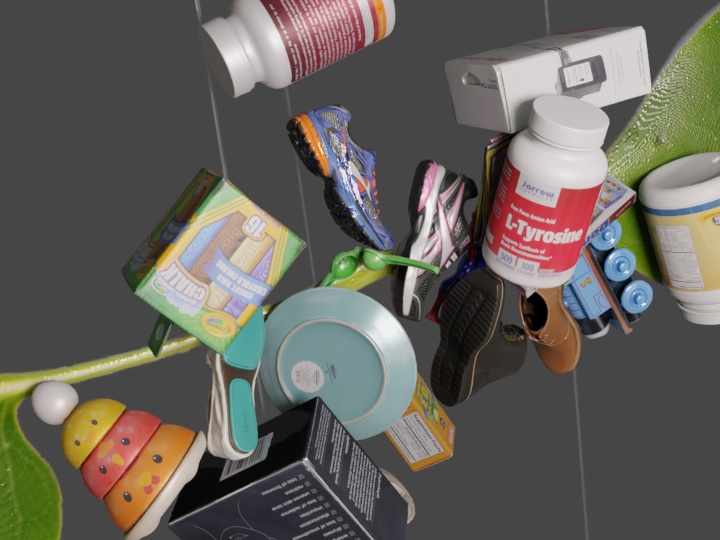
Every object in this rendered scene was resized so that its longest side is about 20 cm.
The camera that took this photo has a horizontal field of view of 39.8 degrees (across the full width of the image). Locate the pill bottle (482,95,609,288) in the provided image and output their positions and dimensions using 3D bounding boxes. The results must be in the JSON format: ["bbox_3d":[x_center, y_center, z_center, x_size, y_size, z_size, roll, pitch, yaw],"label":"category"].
[{"bbox_3d":[0.211,-0.089,1.123,0.112,0.112,0.200,-4,127,-20],"label":"pill bottle"}]

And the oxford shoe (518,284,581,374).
[{"bbox_3d":[0.236,0.072,1.292,0.071,0.071,0.200,-58,138,-37],"label":"oxford shoe"}]

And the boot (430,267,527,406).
[{"bbox_3d":[0.169,0.069,1.256,0.138,0.077,0.200,-16,139,-36],"label":"boot"}]

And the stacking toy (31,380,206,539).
[{"bbox_3d":[-0.289,0.196,1.126,0.200,0.146,0.146,36,87,-7],"label":"stacking toy"}]

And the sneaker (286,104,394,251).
[{"bbox_3d":[-0.006,-0.109,1.182,0.078,0.075,0.200,-35,113,-14],"label":"sneaker"}]

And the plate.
[{"bbox_3d":[-0.032,0.117,1.186,0.200,0.026,0.201,5,109,13],"label":"plate"}]

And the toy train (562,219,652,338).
[{"bbox_3d":[0.303,0.003,1.321,0.114,0.087,0.200,-33,113,-2],"label":"toy train"}]

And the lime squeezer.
[{"bbox_3d":[0.000,0.000,1.195,0.200,0.071,0.038,-18,126,22],"label":"lime squeezer"}]

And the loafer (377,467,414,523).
[{"bbox_3d":[-0.003,0.277,1.269,0.200,0.063,0.072,38,86,-23],"label":"loafer"}]

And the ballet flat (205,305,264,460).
[{"bbox_3d":[-0.155,0.124,1.163,0.069,0.069,0.200,10,64,-22],"label":"ballet flat"}]

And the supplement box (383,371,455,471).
[{"bbox_3d":[0.044,0.155,1.249,0.069,0.067,0.200,-24,114,21],"label":"supplement box"}]

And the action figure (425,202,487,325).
[{"bbox_3d":[0.151,-0.018,1.272,0.065,0.052,0.200,24,90,-37],"label":"action figure"}]

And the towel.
[{"bbox_3d":[0.212,-0.119,1.228,0.200,0.023,0.144,-26,132,-35],"label":"towel"}]

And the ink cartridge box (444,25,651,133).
[{"bbox_3d":[0.222,-0.233,1.202,0.200,0.145,0.084,-18,108,-17],"label":"ink cartridge box"}]

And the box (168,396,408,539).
[{"bbox_3d":[-0.079,0.287,1.169,0.200,0.124,0.197,-28,112,20],"label":"box"}]

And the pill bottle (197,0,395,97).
[{"bbox_3d":[-0.071,-0.272,1.099,0.200,0.113,0.113,-29,110,-14],"label":"pill bottle"}]

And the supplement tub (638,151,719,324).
[{"bbox_3d":[0.467,-0.044,1.337,0.145,0.145,0.200,-27,109,-14],"label":"supplement tub"}]

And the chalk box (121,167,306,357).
[{"bbox_3d":[-0.181,0.004,1.110,0.124,0.125,0.200,40,84,-23],"label":"chalk box"}]

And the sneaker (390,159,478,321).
[{"bbox_3d":[0.096,-0.030,1.225,0.086,0.080,0.200,12,98,-10],"label":"sneaker"}]

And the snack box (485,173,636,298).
[{"bbox_3d":[0.250,-0.052,1.241,0.200,0.072,0.024,-39,148,-17],"label":"snack box"}]
